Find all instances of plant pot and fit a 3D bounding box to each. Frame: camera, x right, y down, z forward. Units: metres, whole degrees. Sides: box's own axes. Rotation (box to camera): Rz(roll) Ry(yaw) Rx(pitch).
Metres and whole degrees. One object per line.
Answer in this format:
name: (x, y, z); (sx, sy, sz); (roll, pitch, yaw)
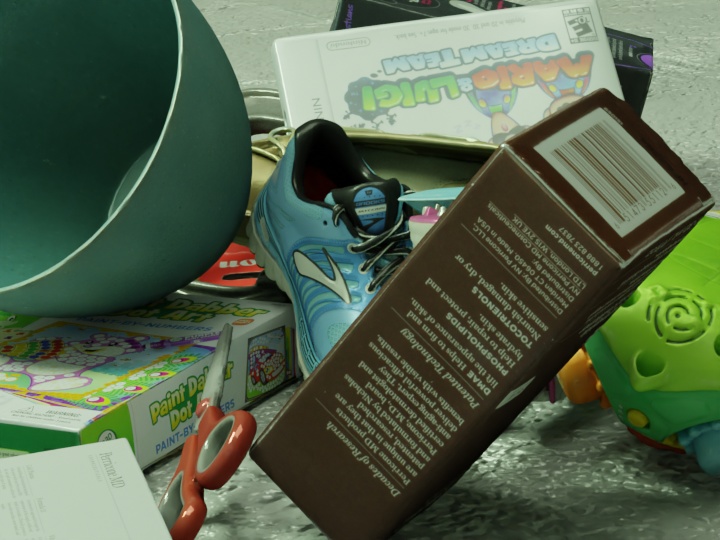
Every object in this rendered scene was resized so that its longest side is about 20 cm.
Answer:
plant pot: (-0.135, -0.057, 1.232); (0.200, 0.200, 0.135); (8, -17, 37)

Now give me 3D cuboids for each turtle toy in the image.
turtle toy: (0.165, 0.028, 1.090); (0.146, 0.101, 0.200); (28, 26, 21)

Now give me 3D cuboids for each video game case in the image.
video game case: (0.061, -0.068, 1.368); (0.200, 0.182, 0.024); (-8, -27, -8)

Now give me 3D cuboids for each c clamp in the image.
c clamp: (-0.046, -0.046, 1.389); (0.171, 0.027, 0.200); (16, 59, 23)

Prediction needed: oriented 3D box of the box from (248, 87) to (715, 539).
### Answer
box: (0.049, 0.024, 0.988); (0.075, 0.200, 0.100); (47, 35, 9)

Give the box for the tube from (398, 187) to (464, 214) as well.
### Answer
tube: (0.085, -0.020, 1.213); (0.077, 0.050, 0.200); (-8, -13, 16)

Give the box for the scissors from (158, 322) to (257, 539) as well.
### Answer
scissors: (-0.076, 0.075, 1.089); (0.014, 0.073, 0.200); (30, 9, -13)

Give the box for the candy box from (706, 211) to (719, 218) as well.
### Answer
candy box: (0.240, -0.012, 1.271); (0.200, 0.026, 0.102); (-1, 15, -30)

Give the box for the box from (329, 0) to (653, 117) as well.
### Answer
box: (0.077, -0.113, 1.492); (0.200, 0.106, 0.122); (15, 17, 3)

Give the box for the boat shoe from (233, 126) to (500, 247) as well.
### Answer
boat shoe: (-0.001, -0.050, 1.304); (0.201, 0.073, 0.063); (6, -25, 7)

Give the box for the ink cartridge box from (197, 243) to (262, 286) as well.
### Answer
ink cartridge box: (-0.056, -0.038, 1.482); (0.161, 0.050, 0.200); (-5, 14, 1)

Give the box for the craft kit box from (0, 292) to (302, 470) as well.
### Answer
craft kit box: (-0.162, 0.057, 1.203); (0.200, 0.049, 0.198); (4, 16, 29)

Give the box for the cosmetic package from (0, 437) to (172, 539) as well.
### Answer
cosmetic package: (-0.149, 0.131, 0.933); (0.151, 0.052, 0.200); (-11, 17, -11)

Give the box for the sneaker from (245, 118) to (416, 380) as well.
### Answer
sneaker: (0.000, 0.000, 1.181); (0.078, 0.090, 0.200); (-12, 47, -27)

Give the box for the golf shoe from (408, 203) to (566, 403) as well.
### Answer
golf shoe: (0.087, 0.030, 1.144); (0.075, 0.092, 0.200); (-5, -16, 38)
